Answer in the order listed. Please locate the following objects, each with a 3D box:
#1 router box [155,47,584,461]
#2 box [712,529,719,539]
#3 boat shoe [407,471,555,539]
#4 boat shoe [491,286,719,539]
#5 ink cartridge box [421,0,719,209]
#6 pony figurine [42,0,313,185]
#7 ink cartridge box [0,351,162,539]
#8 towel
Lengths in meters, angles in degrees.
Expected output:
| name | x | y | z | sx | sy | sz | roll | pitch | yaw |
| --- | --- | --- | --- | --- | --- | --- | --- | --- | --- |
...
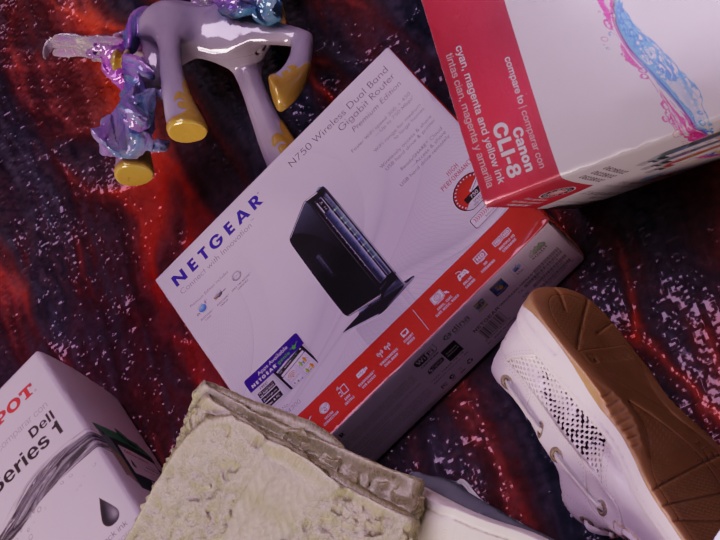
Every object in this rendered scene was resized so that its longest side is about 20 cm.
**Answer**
| name | x | y | z | sx | sy | sz | roll | pitch | yaw |
| --- | --- | --- | --- | --- | --- | --- | --- | --- | --- |
| router box | 0.000 | 0.000 | 1.172 | 0.200 | 0.049 | 0.180 | -45 | 49 | 5 |
| box | 0.248 | 0.156 | 0.891 | 0.199 | 0.039 | 0.137 | 34 | 86 | 26 |
| boat shoe | 0.085 | 0.154 | 1.017 | 0.199 | 0.061 | 0.073 | 26 | 112 | 43 |
| boat shoe | 0.132 | 0.101 | 1.022 | 0.069 | 0.070 | 0.201 | -55 | 51 | 32 |
| ink cartridge box | 0.156 | -0.129 | 1.047 | 0.199 | 0.145 | 0.146 | -20 | 82 | 25 |
| pony figurine | -0.112 | -0.150 | 1.286 | 0.191 | 0.167 | 0.201 | 0 | 56 | -2 |
| ink cartridge box | -0.172 | 0.167 | 1.174 | 0.146 | 0.084 | 0.200 | -45 | 50 | 5 |
| towel | -0.062 | 0.170 | 1.039 | 0.148 | 0.036 | 0.201 | 25 | 88 | 22 |
